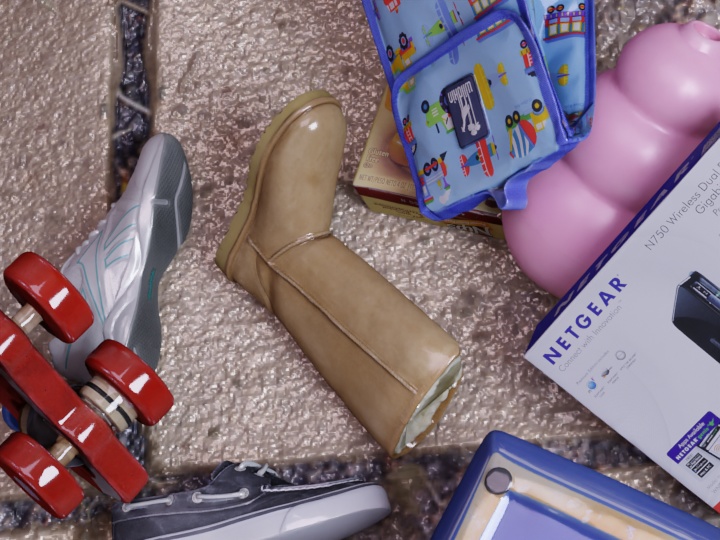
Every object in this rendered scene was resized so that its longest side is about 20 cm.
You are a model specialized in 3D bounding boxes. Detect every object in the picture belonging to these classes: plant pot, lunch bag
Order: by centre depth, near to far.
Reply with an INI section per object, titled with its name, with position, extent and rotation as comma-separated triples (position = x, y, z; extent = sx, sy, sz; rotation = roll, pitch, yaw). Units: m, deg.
[plant pot]
position = 0.122, 0.217, 0.918
extent = 0.200, 0.180, 0.200
rotation = 24, 78, 21
[lunch bag]
position = 0.085, -0.132, 1.013
extent = 0.150, 0.094, 0.201
rotation = -27, 65, 50

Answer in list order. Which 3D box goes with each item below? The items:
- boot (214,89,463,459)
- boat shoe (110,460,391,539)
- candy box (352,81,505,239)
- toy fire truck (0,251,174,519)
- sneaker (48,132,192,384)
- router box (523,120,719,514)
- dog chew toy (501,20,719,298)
[boot]
position = 0.000, 0.000, 1.064
extent = 0.200, 0.066, 0.175
rotation = 44, 130, 26
[boat shoe]
position = -0.079, 0.161, 1.057
extent = 0.200, 0.072, 0.068
rotation = -16, 69, 17
[candy box]
position = 0.082, -0.131, 1.121
extent = 0.115, 0.055, 0.200
rotation = 13, 75, 21
[toy fire truck]
position = -0.232, 0.075, 1.067
extent = 0.112, 0.200, 0.168
rotation = -47, 24, -18
[sneaker]
position = -0.179, -0.011, 1.143
extent = 0.080, 0.070, 0.201
rotation = 7, 73, 20
[router box]
position = 0.230, 0.032, 0.941
extent = 0.179, 0.049, 0.200
rotation = 38, 117, -1
[dog chew toy]
position = 0.174, -0.073, 1.003
extent = 0.125, 0.124, 0.200
rotation = 46, 128, 24
